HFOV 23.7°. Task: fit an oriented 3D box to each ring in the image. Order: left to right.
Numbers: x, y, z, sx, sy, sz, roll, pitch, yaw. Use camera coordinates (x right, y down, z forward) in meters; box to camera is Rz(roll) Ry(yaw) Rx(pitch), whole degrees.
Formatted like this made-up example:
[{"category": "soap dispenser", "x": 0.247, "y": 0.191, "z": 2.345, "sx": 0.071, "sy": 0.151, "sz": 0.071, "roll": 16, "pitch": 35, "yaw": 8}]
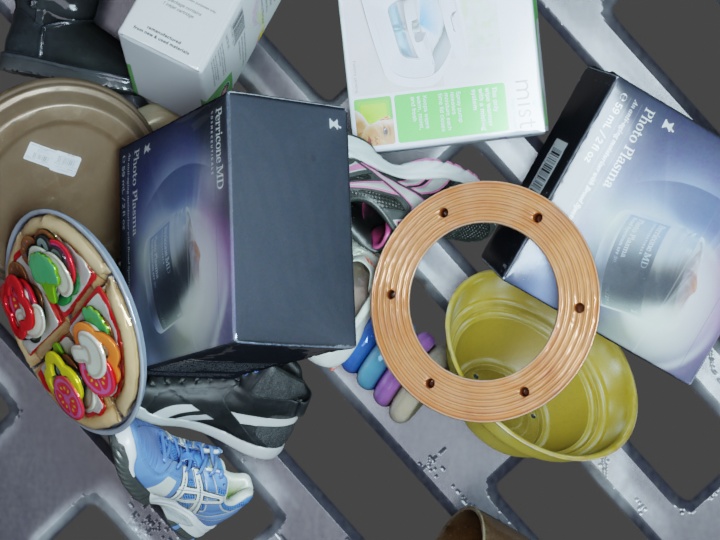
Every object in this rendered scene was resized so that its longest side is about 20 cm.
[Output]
[{"category": "ring", "x": 0.104, "y": 0.026, "z": 1.436, "sx": 0.198, "sy": 0.019, "sz": 0.203, "roll": -1, "pitch": 85, "yaw": 18}]

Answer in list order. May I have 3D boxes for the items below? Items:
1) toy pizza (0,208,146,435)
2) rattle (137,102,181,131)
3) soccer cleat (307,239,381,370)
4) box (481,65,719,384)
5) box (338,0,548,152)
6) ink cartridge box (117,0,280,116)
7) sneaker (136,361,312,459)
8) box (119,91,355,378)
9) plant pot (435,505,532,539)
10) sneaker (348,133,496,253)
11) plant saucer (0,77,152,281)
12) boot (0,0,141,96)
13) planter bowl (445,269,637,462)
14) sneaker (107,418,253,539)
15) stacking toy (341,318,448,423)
[{"category": "toy pizza", "x": -0.250, "y": 0.047, "z": 1.450, "sx": 0.199, "sy": 0.032, "sz": 0.203, "roll": 25, "pitch": 125, "yaw": 41}, {"category": "rattle", "x": -0.222, "y": -0.131, "z": 1.603, "sx": 0.199, "sy": 0.143, "sz": 0.131, "roll": -33, "pitch": 124, "yaw": -7}, {"category": "soccer cleat", "x": 0.000, "y": 0.000, "z": 1.521, "sx": 0.069, "sy": 0.201, "sz": 0.078, "roll": 22, "pitch": 140, "yaw": 1}, {"category": "box", "x": 0.245, "y": -0.041, "z": 1.502, "sx": 0.197, "sy": 0.123, "sz": 0.201, "roll": 28, "pitch": 97, "yaw": -10}, {"category": "box", "x": 0.074, "y": -0.213, "z": 1.537, "sx": 0.174, "sy": 0.097, "sz": 0.203, "roll": -5, "pitch": 93, "yaw": 8}, {"category": "ink cartridge box", "x": -0.124, "y": -0.247, "z": 1.499, "sx": 0.083, "sy": 0.145, "sz": 0.202, "roll": 26, "pitch": 76, "yaw": 5}, {"category": "sneaker", "x": -0.139, "y": 0.089, "z": 1.561, "sx": 0.198, "sy": 0.073, "sz": 0.112, "roll": 21, "pitch": 116, "yaw": -21}, {"category": "box", "x": -0.107, "y": -0.024, "z": 1.424, "sx": 0.122, "sy": 0.198, "sz": 0.203, "roll": 5, "pitch": 77, "yaw": -35}, {"category": "plant pot", "x": 0.157, "y": 0.335, "z": 1.542, "sx": 0.198, "sy": 0.187, "sz": 0.189, "roll": 21, "pitch": 96, "yaw": -11}, {"category": "sneaker", "x": 0.030, "y": -0.049, "z": 1.508, "sx": 0.198, "sy": 0.080, "sz": 0.087, "roll": 13, "pitch": 53, "yaw": -24}, {"category": "plant saucer", "x": -0.268, "y": -0.071, "z": 1.512, "sx": 0.198, "sy": 0.029, "sz": 0.202, "roll": -10, "pitch": 118, "yaw": -18}, {"category": "boot", "x": -0.242, "y": -0.271, "z": 1.583, "sx": 0.163, "sy": 0.066, "sz": 0.203, "roll": 11, "pitch": 91, "yaw": 3}, {"category": "planter bowl", "x": 0.144, "y": 0.104, "z": 1.537, "sx": 0.200, "sy": 0.201, "sz": 0.084, "roll": 39, "pitch": 133, "yaw": 1}, {"category": "sneaker", "x": -0.166, "y": 0.175, "z": 1.551, "sx": 0.076, "sy": 0.200, "sz": 0.076, "roll": -25, "pitch": 57, "yaw": 10}, {"category": "stacking toy", "x": -0.013, "y": 0.049, "z": 1.579, "sx": 0.199, "sy": 0.085, "sz": 0.086, "roll": 38, "pitch": 97, "yaw": 9}]
